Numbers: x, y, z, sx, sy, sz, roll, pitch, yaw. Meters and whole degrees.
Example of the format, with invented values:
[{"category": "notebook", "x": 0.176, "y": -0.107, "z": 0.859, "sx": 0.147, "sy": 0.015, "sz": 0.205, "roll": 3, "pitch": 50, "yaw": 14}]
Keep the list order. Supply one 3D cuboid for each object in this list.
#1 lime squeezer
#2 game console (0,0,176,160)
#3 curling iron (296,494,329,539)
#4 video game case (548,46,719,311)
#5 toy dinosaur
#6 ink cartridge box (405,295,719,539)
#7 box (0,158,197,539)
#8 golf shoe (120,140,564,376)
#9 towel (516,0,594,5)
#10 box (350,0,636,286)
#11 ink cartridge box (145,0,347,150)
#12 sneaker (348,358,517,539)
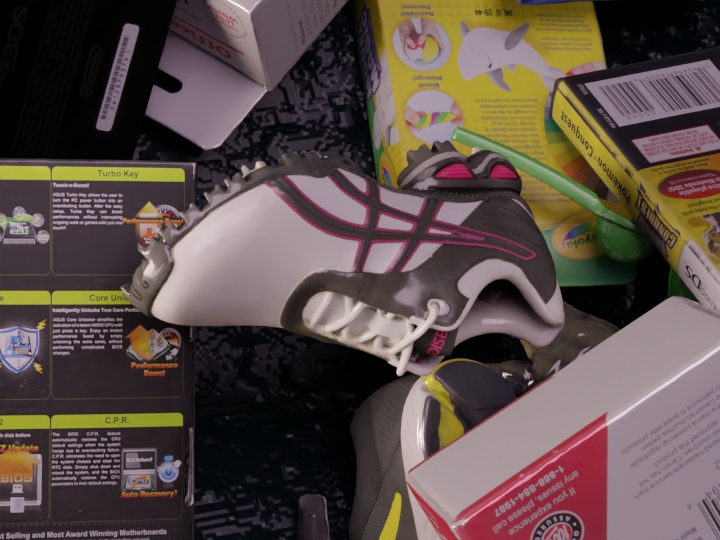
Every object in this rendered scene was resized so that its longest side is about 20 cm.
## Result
[{"category": "lime squeezer", "x": 0.121, "y": 0.003, "z": 1.142, "sx": 0.071, "sy": 0.038, "sz": 0.200, "roll": -29, "pitch": 98, "yaw": 17}, {"category": "game console", "x": -0.189, "y": -0.111, "z": 1.093, "sx": 0.176, "sy": 0.116, "sz": 0.201, "roll": 8, "pitch": 104, "yaw": -38}, {"category": "curling iron", "x": -0.029, "y": 0.190, "z": 1.057, "sx": 0.049, "sy": 0.026, "sz": 0.201, "roll": 13, "pitch": 64, "yaw": -12}, {"category": "video game case", "x": 0.216, "y": -0.045, "z": 1.142, "sx": 0.199, "sy": 0.026, "sz": 0.181, "roll": -12, "pitch": 44, "yaw": -23}, {"category": "toy dinosaur", "x": 0.090, "y": 0.051, "z": 1.118, "sx": 0.200, "sy": 0.047, "sz": 0.088, "roll": 37, "pitch": 92, "yaw": 3}, {"category": "ink cartridge box", "x": 0.133, "y": 0.135, "z": 1.015, "sx": 0.145, "sy": 0.083, "sz": 0.200, "roll": -33, "pitch": 105, "yaw": -8}, {"category": "box", "x": -0.169, "y": 0.048, "z": 1.031, "sx": 0.199, "sy": 0.048, "sz": 0.194, "roll": -1, "pitch": 90, "yaw": -15}, {"category": "golf shoe", "x": 0.000, "y": 0.000, "z": 1.020, "sx": 0.200, "sy": 0.077, "sz": 0.088, "roll": -10, "pitch": 57, "yaw": -33}, {"category": "towel", "x": 0.109, "y": -0.210, "z": 1.238, "sx": 0.146, "sy": 0.024, "sz": 0.200, "roll": -7, "pitch": 50, "yaw": -20}, {"category": "box", "x": 0.063, "y": -0.079, "z": 1.191, "sx": 0.117, "sy": 0.048, "sz": 0.201, "roll": -1, "pitch": 65, "yaw": -16}, {"category": "ink cartridge box", "x": -0.056, "y": -0.167, "z": 1.157, "sx": 0.115, "sy": 0.068, "sz": 0.200, "roll": 30, "pitch": 69, "yaw": 21}, {"category": "sneaker", "x": 0.038, "y": 0.139, "z": 1.077, "sx": 0.074, "sy": 0.085, "sz": 0.201, "roll": 0, "pitch": 87, "yaw": -30}]
